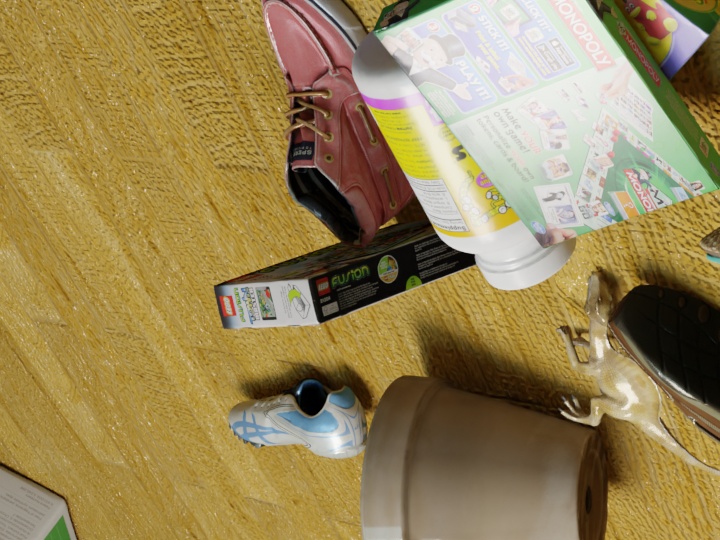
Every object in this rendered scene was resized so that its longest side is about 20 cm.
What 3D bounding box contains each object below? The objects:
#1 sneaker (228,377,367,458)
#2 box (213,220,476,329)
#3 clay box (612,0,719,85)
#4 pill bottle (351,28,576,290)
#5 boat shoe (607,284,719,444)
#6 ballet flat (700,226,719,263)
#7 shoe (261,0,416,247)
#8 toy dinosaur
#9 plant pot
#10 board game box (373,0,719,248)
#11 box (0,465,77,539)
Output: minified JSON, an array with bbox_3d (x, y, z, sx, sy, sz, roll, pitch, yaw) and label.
[{"bbox_3d":[-0.061,0.137,1.623,0.199,0.072,0.073,0,98,53],"label":"sneaker"},{"bbox_3d":[0.000,0.000,1.260,0.110,0.199,0.035,-4,101,46],"label":"box"},{"bbox_3d":[0.119,-0.187,1.044,0.199,0.048,0.115,36,147,0],"label":"clay box"},{"bbox_3d":[0.080,-0.084,1.159,0.104,0.104,0.201,2,134,42],"label":"pill bottle"},{"bbox_3d":[0.264,0.093,1.232,0.200,0.076,0.074,38,151,1],"label":"boat shoe"},{"bbox_3d":[0.310,-0.028,1.060,0.199,0.070,0.066,8,110,34],"label":"ballet flat"},{"bbox_3d":[-0.026,-0.116,1.229,0.071,0.091,0.201,-7,123,49],"label":"shoe"},{"bbox_3d":[0.205,0.098,1.294,0.201,0.058,0.101,55,155,-11],"label":"toy dinosaur"},{"bbox_3d":[0.114,0.190,1.420,0.172,0.201,0.201,-1,134,20],"label":"plant pot"},{"bbox_3d":[0.119,-0.106,1.042,0.134,0.029,0.200,-19,126,34],"label":"board game box"},{"bbox_3d":[-0.500,0.381,2.244,0.199,0.172,0.200,24,146,21],"label":"box"}]
